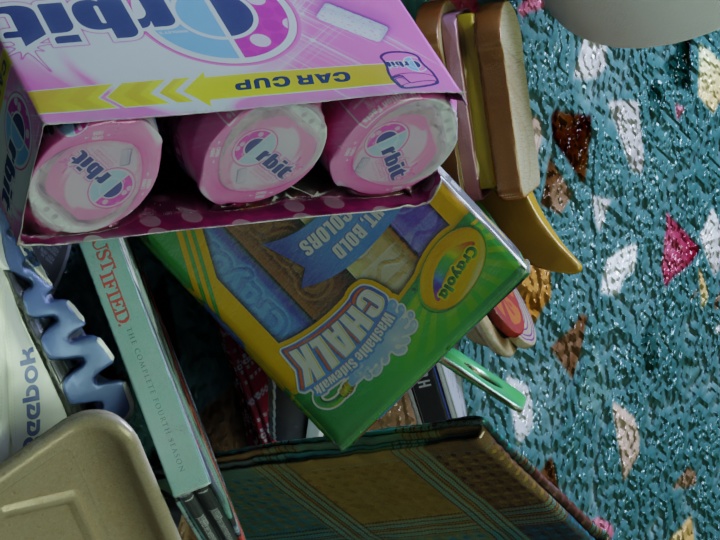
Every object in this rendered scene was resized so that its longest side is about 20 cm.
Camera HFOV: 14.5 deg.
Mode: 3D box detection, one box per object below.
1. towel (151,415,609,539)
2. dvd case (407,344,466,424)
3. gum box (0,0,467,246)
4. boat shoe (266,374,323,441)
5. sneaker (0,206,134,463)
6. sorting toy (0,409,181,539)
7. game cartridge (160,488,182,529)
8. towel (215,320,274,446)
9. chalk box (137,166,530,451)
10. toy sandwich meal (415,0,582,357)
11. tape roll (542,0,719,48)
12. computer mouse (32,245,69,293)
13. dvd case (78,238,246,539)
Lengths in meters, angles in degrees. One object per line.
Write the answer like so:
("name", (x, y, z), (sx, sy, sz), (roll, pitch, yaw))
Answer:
("towel", (0.011, 0.120, 1.444), (0.147, 0.199, 0.022), (43, 47, -45))
("dvd case", (0.022, -0.014, 1.521), (0.151, 0.025, 0.201), (-92, 167, -61))
("gum box", (-0.063, -0.078, 1.184), (0.199, 0.114, 0.066), (-6, 133, -26))
("boat shoe", (-0.043, -0.007, 1.439), (0.072, 0.059, 0.201), (-94, -177, -81))
("sneaker", (-0.192, 0.022, 1.191), (0.115, 0.080, 0.200), (-44, 107, -28))
("sorting toy", (-0.167, 0.163, 1.218), (0.199, 0.036, 0.186), (-32, 138, -13))
("game cartridge", (-0.177, 0.172, 1.264), (0.199, 0.040, 0.134), (-8, 122, -38))
("towel", (-0.042, -0.018, 1.507), (0.145, 0.022, 0.201), (-44, 126, -42))
("chalk box", (0.000, 0.000, 1.341), (0.200, 0.124, 0.124), (48, 4, 1))
("toy sandwich meal", (0.074, -0.054, 1.565), (0.205, 0.070, 0.206), (-16, 90, -78))
("tape roll", (0.163, -0.247, 1.618), (0.139, 0.202, 0.203), (53, 53, -41))
("computer mouse", (-0.198, 0.040, 1.278), (0.110, 0.044, 0.201), (46, 63, -38))
("dvd case", (-0.092, 0.055, 1.312), (0.200, 0.022, 0.147), (84, -15, -75))
